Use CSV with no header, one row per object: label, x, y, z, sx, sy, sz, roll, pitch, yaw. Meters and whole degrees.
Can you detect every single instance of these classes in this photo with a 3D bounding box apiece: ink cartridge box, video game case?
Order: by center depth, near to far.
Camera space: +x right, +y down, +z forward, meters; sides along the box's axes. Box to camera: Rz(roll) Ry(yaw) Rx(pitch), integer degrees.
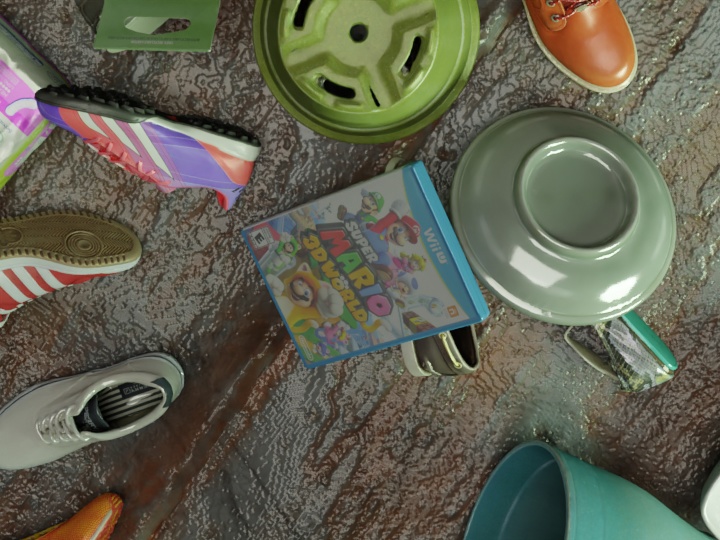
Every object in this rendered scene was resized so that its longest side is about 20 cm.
ink cartridge box,-0.158,-0.276,1.074,0.104,0.059,0.200,4,70,12
video game case,0.000,0.000,1.161,0.200,0.018,0.143,-18,101,37

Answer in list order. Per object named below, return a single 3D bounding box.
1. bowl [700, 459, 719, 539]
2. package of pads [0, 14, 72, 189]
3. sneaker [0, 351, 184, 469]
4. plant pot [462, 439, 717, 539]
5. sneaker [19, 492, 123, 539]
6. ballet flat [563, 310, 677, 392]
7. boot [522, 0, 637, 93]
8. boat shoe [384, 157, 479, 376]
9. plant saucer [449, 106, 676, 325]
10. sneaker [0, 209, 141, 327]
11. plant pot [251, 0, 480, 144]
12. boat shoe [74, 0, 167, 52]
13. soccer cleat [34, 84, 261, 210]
bowl,0.420,0.191,1.205,0.200,0.075,0.200,37,99,-5
package of pads,-0.362,-0.132,1.175,0.155,0.068,0.200,45,100,-5
sneaker,-0.257,0.128,1.218,0.200,0.071,0.073,-26,99,6
plant pot,0.210,0.270,1.175,0.188,0.200,0.200,19,101,-16
sneaker,-0.301,0.271,1.249,0.200,0.073,0.077,-43,86,6
ballet flat,0.197,0.028,1.187,0.072,0.072,0.200,-36,96,8
boot,0.169,-0.231,1.119,0.075,0.107,0.200,-34,99,6
boat shoe,0.063,-0.002,1.175,0.059,0.072,0.200,0,106,30
plant saucer,0.177,-0.055,1.130,0.200,0.050,0.200,4,70,-10
sneaker,-0.299,0.012,1.199,0.200,0.071,0.113,-4,135,-22
plant pot,0.001,-0.192,1.089,0.200,0.190,0.200,0,102,2
boat shoe,-0.152,-0.269,1.138,0.202,0.072,0.060,-39,83,0
soccer cleat,-0.183,-0.105,1.147,0.200,0.068,0.073,13,105,-28
